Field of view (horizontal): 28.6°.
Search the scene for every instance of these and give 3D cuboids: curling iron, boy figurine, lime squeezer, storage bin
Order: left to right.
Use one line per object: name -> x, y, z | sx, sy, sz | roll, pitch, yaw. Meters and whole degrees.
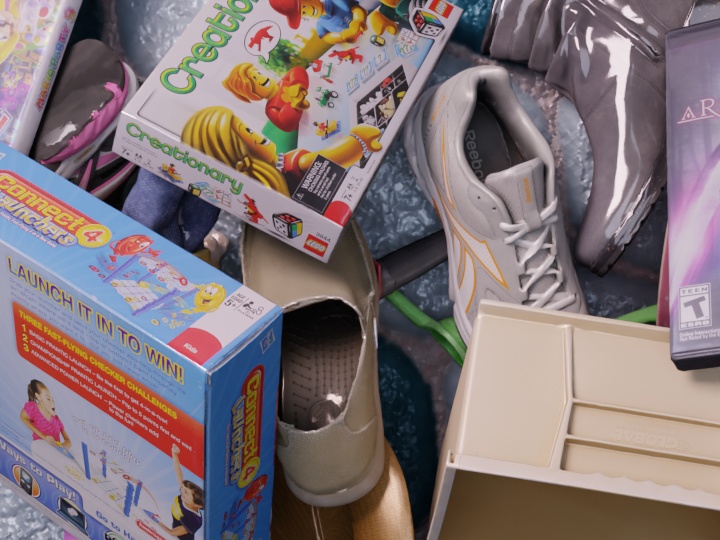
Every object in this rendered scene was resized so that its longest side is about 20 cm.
boy figurine -> -0.122, 0.006, 0.813 | 0.064, 0.124, 0.201 | 36, 120, 21
curling iron -> 0.000, 0.000, 0.823 | 0.199, 0.026, 0.050 | -22, 67, -8
lime squeezer -> 0.075, 0.033, 0.837 | 0.199, 0.038, 0.071 | 13, 97, 4
storage bin -> 0.138, 0.116, 0.751 | 0.197, 0.200, 0.094 | 9, 60, 2

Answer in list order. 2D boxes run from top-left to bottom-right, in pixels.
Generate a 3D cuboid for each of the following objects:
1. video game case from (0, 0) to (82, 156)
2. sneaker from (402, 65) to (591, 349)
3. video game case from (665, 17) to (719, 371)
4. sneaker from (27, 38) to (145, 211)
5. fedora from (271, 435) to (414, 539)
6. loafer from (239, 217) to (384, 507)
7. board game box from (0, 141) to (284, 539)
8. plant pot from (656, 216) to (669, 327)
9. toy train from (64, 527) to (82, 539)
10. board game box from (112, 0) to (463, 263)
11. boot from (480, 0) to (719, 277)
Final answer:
video game case -> -0.226, -0.135, 0.805 | 0.143, 0.018, 0.201 | 15, 84, 28
sneaker -> 0.084, -0.019, 0.782 | 0.075, 0.092, 0.201 | -23, 86, -16
video game case -> 0.220, -0.052, 0.688 | 0.142, 0.019, 0.201 | -10, 57, 26
sneaker -> -0.184, -0.042, 0.826 | 0.199, 0.086, 0.081 | -33, 54, 23
fedora -> -0.031, 0.161, 0.812 | 0.200, 0.082, 0.202 | -5, 80, 33
loafer -> -0.024, 0.023, 0.758 | 0.075, 0.068, 0.201 | -11, 61, -2
board game box -> -0.135, 0.061, 0.733 | 0.199, 0.056, 0.197 | 30, 136, 24
plant pot -> 0.260, -0.008, 0.761 | 0.178, 0.200, 0.201 | 10, 94, 18
toy train -> -0.137, 0.228, 0.804 | 0.200, 0.055, 0.151 | 38, 118, 39
board game box -> -0.033, -0.106, 0.772 | 0.126, 0.200, 0.035 | 27, 139, 0
boot -> 0.127, -0.107, 0.820 | 0.131, 0.070, 0.201 | 22, 83, 4
